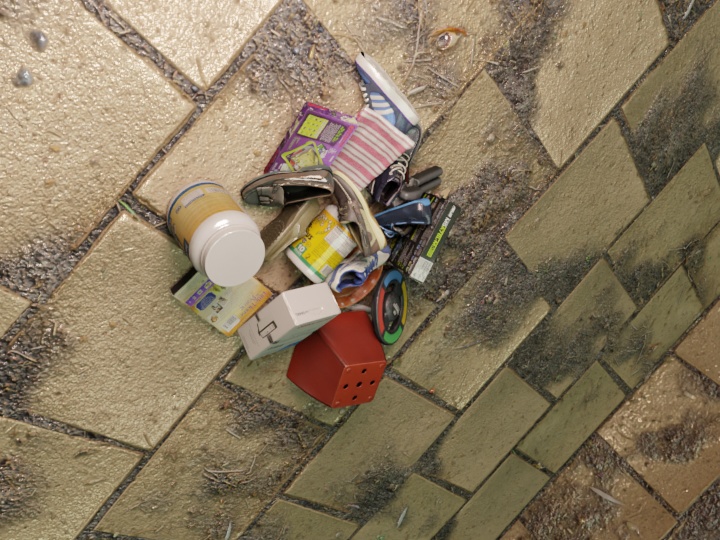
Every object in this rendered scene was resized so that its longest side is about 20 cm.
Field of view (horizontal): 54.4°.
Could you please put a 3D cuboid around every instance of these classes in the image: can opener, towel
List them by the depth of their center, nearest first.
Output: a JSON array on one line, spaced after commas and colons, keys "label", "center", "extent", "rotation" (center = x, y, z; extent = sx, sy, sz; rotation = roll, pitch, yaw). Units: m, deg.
[{"label": "towel", "center": [0.001, -0.249, 1.496], "extent": [0.146, 0.030, 0.199], "rotation": [28, 134, -31]}, {"label": "can opener", "center": [0.140, -0.197, 1.666], "extent": [0.200, 0.066, 0.053], "rotation": [-34, 142, -47]}]

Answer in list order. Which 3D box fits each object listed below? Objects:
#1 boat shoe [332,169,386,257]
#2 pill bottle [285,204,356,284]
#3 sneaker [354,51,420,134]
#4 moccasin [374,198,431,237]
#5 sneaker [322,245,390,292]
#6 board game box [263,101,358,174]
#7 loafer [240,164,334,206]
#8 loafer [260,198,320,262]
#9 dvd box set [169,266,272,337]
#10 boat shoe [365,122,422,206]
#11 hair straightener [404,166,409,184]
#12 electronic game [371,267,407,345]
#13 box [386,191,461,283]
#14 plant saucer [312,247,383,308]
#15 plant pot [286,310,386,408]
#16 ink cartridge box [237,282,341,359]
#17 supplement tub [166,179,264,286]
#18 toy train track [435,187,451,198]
[{"label": "boat shoe", "center": [-0.017, -0.120, 1.511], "extent": [0.065, 0.073, 0.201], "rotation": [-36, 97, -20]}, {"label": "pill bottle", "center": [-0.067, -0.077, 1.598], "extent": [0.200, 0.113, 0.113], "rotation": [-46, 137, 1]}, {"label": "sneaker", "center": [0.017, -0.343, 1.489], "extent": [0.146, 0.081, 0.200], "rotation": [-36, 118, 20]}, {"label": "moccasin", "center": [0.088, -0.113, 1.638], "extent": [0.080, 0.199, 0.069], "rotation": [-17, 91, -33]}, {"label": "sneaker", "center": [0.000, 0.000, 1.681], "extent": [0.199, 0.088, 0.076], "rotation": [-25, 132, -22]}, {"label": "board game box", "center": [-0.103, -0.250, 1.434], "extent": [0.119, 0.033, 0.200], "rotation": [14, 137, -29]}, {"label": "loafer", "center": [-0.151, -0.167, 1.456], "extent": [0.198, 0.063, 0.072], "rotation": [-15, 146, 0]}, {"label": "loafer", "center": [-0.157, -0.090, 1.546], "extent": [0.200, 0.076, 0.067], "rotation": [-48, 131, 3]}, {"label": "dvd box set", "center": [-0.307, 0.048, 1.565], "extent": [0.146, 0.029, 0.200], "rotation": [-45, 136, -1]}, {"label": "boat shoe", "center": [0.086, -0.236, 1.562], "extent": [0.074, 0.093, 0.201], "rotation": [19, 113, -24]}, {"label": "hair straightener", "center": [0.080, -0.240, 1.651], "extent": [0.076, 0.041, 0.201], "rotation": [-22, 136, -23]}, {"label": "electronic game", "center": [0.079, 0.094, 1.825], "extent": [0.200, 0.041, 0.203], "rotation": [-14, 106, -63]}, {"label": "box", "center": [0.144, -0.086, 1.677], "extent": [0.047, 0.193, 0.202], "rotation": [26, 94, -19]}, {"label": "plant saucer", "center": [-0.033, 0.002, 1.743], "extent": [0.199, 0.032, 0.202], "rotation": [-20, 130, -25]}, {"label": "plant pot", "center": [-0.047, 0.241, 1.806], "extent": [0.198, 0.176, 0.202], "rotation": [-2, 123, -36]}, {"label": "ink cartridge box", "center": [-0.164, 0.115, 1.602], "extent": [0.145, 0.085, 0.200], "rotation": [-13, 161, -48]}, {"label": "supplement tub", "center": [-0.283, -0.073, 1.370], "extent": [0.143, 0.200, 0.146], "rotation": [-20, 131, -24]}, {"label": "toy train track", "center": [0.169, -0.130, 1.795], "extent": [0.201, 0.032, 0.115], "rotation": [-62, 170, 26]}]
